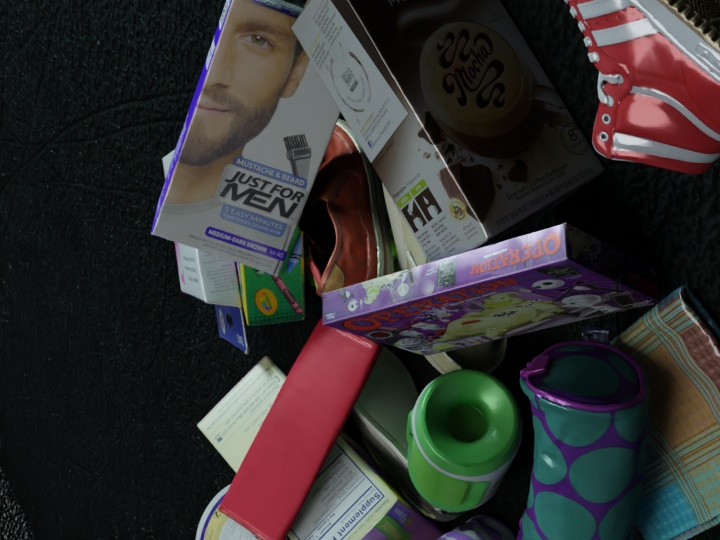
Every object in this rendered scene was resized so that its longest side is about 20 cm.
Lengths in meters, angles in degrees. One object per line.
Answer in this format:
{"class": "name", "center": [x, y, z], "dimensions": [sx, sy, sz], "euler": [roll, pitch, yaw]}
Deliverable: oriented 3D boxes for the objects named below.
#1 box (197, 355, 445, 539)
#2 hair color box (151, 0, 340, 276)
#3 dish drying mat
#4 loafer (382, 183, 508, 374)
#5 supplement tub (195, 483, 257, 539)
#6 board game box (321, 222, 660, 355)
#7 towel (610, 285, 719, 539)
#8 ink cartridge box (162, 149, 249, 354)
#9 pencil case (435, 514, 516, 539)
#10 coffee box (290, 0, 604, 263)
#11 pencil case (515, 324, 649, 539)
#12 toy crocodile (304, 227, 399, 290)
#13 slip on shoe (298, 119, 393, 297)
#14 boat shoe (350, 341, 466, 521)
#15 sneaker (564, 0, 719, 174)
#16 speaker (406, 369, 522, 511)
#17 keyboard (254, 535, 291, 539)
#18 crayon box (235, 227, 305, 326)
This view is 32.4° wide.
{"class": "box", "center": [-0.034, 0.204, 1.196], "dimensions": [0.200, 0.097, 0.176], "euler": [45, 177, 30]}
{"class": "hair color box", "center": [-0.082, -0.109, 0.973], "dimensions": [0.065, 0.108, 0.201], "euler": [-107, 37, -70]}
{"class": "dish drying mat", "center": [-0.053, 0.142, 1.108], "dimensions": [0.076, 0.201, 0.018], "euler": [26, 178, 31]}
{"class": "loafer", "center": [0.070, -0.003, 0.950], "dimensions": [0.068, 0.075, 0.201], "euler": [11, 123, 61]}
{"class": "supplement tub", "center": [-0.082, 0.325, 1.401], "dimensions": [0.199, 0.145, 0.146], "euler": [12, 125, 54]}
{"class": "board game box", "center": [0.086, 0.018, 0.840], "dimensions": [0.199, 0.120, 0.033], "euler": [-17, 62, 39]}
{"class": "towel", "center": [0.215, 0.112, 0.870], "dimensions": [0.147, 0.022, 0.200], "euler": [54, 150, 12]}
{"class": "ink cartridge box", "center": [-0.157, -0.021, 1.229], "dimensions": [0.196, 0.043, 0.202], "euler": [-175, 78, -76]}
{"class": "pencil case", "center": [0.058, 0.285, 1.097], "dimensions": [0.085, 0.199, 0.085], "euler": [-6, 100, 52]}
{"class": "coffee box", "center": [0.057, -0.117, 0.836], "dimensions": [0.201, 0.113, 0.080], "euler": [59, 151, 4]}
{"class": "pencil case", "center": [0.154, 0.143, 0.886], "dimensions": [0.092, 0.085, 0.201], "euler": [19, 131, 28]}
{"class": "toy crocodile", "center": [0.000, 0.000, 1.078], "dimensions": [0.199, 0.061, 0.068], "euler": [8, 121, 56]}
{"class": "slip on shoe", "center": [-0.021, -0.052, 1.008], "dimensions": [0.074, 0.061, 0.201], "euler": [114, 153, -44]}
{"class": "boat shoe", "center": [0.031, 0.144, 1.141], "dimensions": [0.202, 0.072, 0.060], "euler": [51, 145, 12]}
{"class": "sneaker", "center": [0.147, -0.141, 0.714], "dimensions": [0.200, 0.071, 0.113], "euler": [49, 145, 18]}
{"class": "speaker", "center": [0.080, 0.139, 0.994], "dimensions": [0.089, 0.088, 0.200], "euler": [52, 169, 16]}
{"class": "keyboard", "center": [-0.055, 0.266, 1.220], "dimensions": [0.200, 0.104, 0.040], "euler": [42, 110, 40]}
{"class": "crayon box", "center": [-0.089, -0.066, 1.115], "dimensions": [0.119, 0.058, 0.201], "euler": [-108, 14, -51]}
